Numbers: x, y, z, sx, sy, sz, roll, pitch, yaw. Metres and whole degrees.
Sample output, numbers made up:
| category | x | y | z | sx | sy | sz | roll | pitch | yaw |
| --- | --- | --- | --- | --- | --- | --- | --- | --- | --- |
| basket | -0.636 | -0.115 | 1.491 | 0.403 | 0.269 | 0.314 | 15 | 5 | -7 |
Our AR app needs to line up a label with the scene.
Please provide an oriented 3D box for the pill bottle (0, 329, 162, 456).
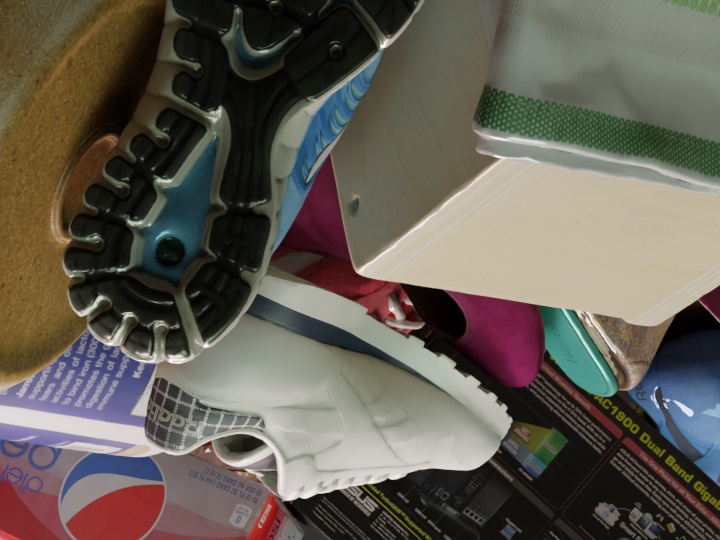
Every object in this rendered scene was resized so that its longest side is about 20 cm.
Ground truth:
| category | x | y | z | sx | sy | sz | roll | pitch | yaw |
| --- | --- | --- | --- | --- | --- | --- | --- | --- | --- |
| pill bottle | -0.154 | 0.005 | 0.846 | 0.200 | 0.116 | 0.116 | 13 | 146 | -40 |

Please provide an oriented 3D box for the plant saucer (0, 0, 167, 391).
| category | x | y | z | sx | sy | sz | roll | pitch | yaw |
| --- | --- | --- | --- | --- | --- | --- | --- | --- | --- |
| plant saucer | -0.102 | -0.035 | 0.714 | 0.035 | 0.200 | 0.200 | 25 | 159 | 15 |

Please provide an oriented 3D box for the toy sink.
| category | x | y | z | sx | sy | sz | roll | pitch | yaw |
| --- | --- | --- | --- | --- | --- | --- | --- | --- | --- |
| toy sink | 0.092 | -0.062 | 0.790 | 0.200 | 0.130 | 0.112 | 8 | 149 | -35 |

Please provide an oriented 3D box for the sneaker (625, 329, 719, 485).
| category | x | y | z | sx | sy | sz | roll | pitch | yaw |
| --- | --- | --- | --- | --- | --- | --- | --- | --- | --- |
| sneaker | 0.193 | 0.084 | 1.208 | 0.078 | 0.066 | 0.200 | -6 | 156 | 18 |

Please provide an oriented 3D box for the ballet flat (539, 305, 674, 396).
| category | x | y | z | sx | sy | sz | roll | pitch | yaw |
| --- | --- | --- | --- | --- | --- | --- | --- | --- | --- |
| ballet flat | 0.074 | -0.033 | 0.900 | 0.067 | 0.068 | 0.200 | -46 | 128 | -15 |

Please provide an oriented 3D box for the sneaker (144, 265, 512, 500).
| category | x | y | z | sx | sy | sz | roll | pitch | yaw |
| --- | --- | --- | --- | --- | --- | --- | --- | --- | --- |
| sneaker | -0.013 | 0.054 | 0.871 | 0.076 | 0.081 | 0.200 | 19 | 174 | 40 |

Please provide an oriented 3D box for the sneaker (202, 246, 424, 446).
| category | x | y | z | sx | sy | sz | roll | pitch | yaw |
| --- | --- | --- | --- | --- | --- | --- | --- | --- | --- |
| sneaker | -0.006 | 0.023 | 0.972 | 0.200 | 0.087 | 0.074 | -20 | 153 | 18 |

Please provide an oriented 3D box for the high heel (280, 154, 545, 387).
| category | x | y | z | sx | sy | sz | roll | pitch | yaw |
| --- | --- | --- | --- | --- | --- | --- | --- | --- | --- |
| high heel | 0.000 | 0.000 | 0.864 | 0.096 | 0.067 | 0.200 | -46 | 123 | -15 |

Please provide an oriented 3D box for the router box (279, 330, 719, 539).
| category | x | y | z | sx | sy | sz | roll | pitch | yaw |
| --- | --- | --- | --- | --- | --- | --- | --- | --- | --- |
| router box | 0.078 | 0.125 | 1.029 | 0.150 | 0.200 | 0.062 | -46 | 176 | -21 |

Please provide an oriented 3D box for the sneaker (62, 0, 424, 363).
| category | x | y | z | sx | sy | sz | roll | pitch | yaw |
| --- | --- | --- | --- | --- | --- | --- | --- | --- | --- |
| sneaker | -0.036 | -0.066 | 0.723 | 0.078 | 0.200 | 0.090 | 30 | 180 | 0 |

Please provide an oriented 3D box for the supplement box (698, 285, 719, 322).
| category | x | y | z | sx | sy | sz | roll | pitch | yaw |
| --- | --- | --- | --- | --- | --- | --- | --- | --- | --- |
| supplement box | 0.232 | -0.011 | 0.928 | 0.200 | 0.103 | 0.131 | 22 | 113 | -49 |

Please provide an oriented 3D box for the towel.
| category | x | y | z | sx | sy | sz | roll | pitch | yaw |
| --- | --- | --- | --- | --- | --- | --- | --- | --- | --- |
| towel | 0.121 | -0.118 | 0.657 | 0.149 | 0.031 | 0.200 | 8 | 105 | -37 |

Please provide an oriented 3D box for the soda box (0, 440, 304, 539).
| category | x | y | z | sx | sy | sz | roll | pitch | yaw |
| --- | --- | --- | --- | --- | --- | --- | --- | --- | --- |
| soda box | -0.131 | 0.100 | 0.988 | 0.200 | 0.070 | 0.063 | 20 | 162 | 21 |
